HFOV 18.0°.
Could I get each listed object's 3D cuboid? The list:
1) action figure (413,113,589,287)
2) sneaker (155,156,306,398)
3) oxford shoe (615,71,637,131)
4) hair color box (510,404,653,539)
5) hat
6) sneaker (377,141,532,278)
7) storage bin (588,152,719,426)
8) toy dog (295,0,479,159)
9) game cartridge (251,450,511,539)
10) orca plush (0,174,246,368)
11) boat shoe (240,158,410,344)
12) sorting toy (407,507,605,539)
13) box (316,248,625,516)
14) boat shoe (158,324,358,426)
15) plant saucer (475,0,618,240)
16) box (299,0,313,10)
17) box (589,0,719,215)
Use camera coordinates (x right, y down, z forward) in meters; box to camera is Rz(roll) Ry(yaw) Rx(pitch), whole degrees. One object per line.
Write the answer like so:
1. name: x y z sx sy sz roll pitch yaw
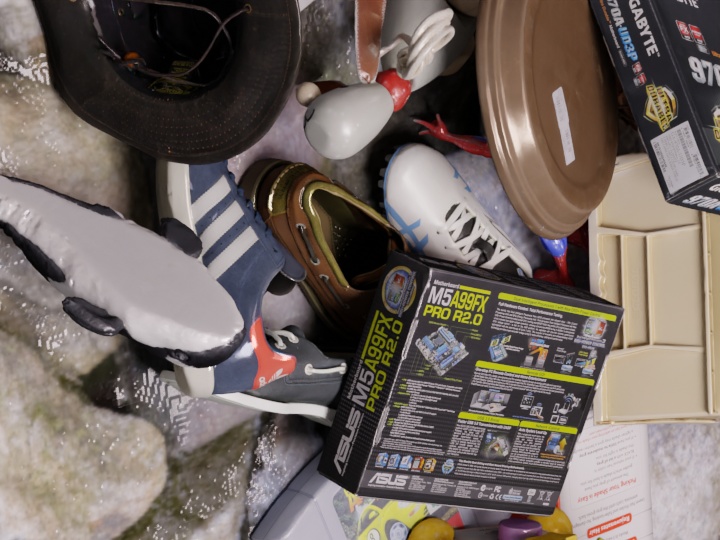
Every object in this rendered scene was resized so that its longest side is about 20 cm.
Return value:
1. action figure: 0.107 -0.074 1.614 0.065 0.099 0.200 -53 149 -23
2. sneaker: -0.079 -0.021 1.414 0.084 0.075 0.200 -4 81 -11
3. oxford shoe: 0.199 -0.140 1.668 0.200 0.071 0.071 7 97 -42
4. hair color box: 0.165 0.172 1.704 0.101 0.061 0.200 -15 107 -37
5. hat: -0.103 -0.169 1.357 0.081 0.200 0.201 -39 124 -55
6. sneaker: 0.079 -0.013 1.588 0.072 0.072 0.200 -52 126 -25
7. storage bin: 0.254 0.014 1.675 0.200 0.094 0.199 5 82 -56
8. toy dog: 0.014 -0.159 1.486 0.132 0.096 0.200 -53 173 28
9. game cartridge: 0.018 0.171 1.598 0.200 0.041 0.133 -37 116 -29
10. orca plush: -0.164 0.012 1.350 0.105 0.200 0.071 -71 180 -46
11. boat shoe: 0.000 0.000 1.526 0.200 0.068 0.072 39 71 -39
12. sorting toy: 0.135 0.224 1.547 0.200 0.180 0.107 -3 91 -29
13. box: 0.078 0.080 1.539 0.200 0.044 0.160 10 100 -43
14. boat shoe: -0.052 0.065 1.497 0.200 0.076 0.060 15 89 -53
15. plant saucer: 0.129 -0.121 1.506 0.200 0.029 0.200 19 69 -61
16. box: -0.057 -0.228 1.453 0.200 0.041 0.119 -44 124 -28
17. box: 0.248 -0.116 1.582 0.200 0.046 0.159 8 59 -55
